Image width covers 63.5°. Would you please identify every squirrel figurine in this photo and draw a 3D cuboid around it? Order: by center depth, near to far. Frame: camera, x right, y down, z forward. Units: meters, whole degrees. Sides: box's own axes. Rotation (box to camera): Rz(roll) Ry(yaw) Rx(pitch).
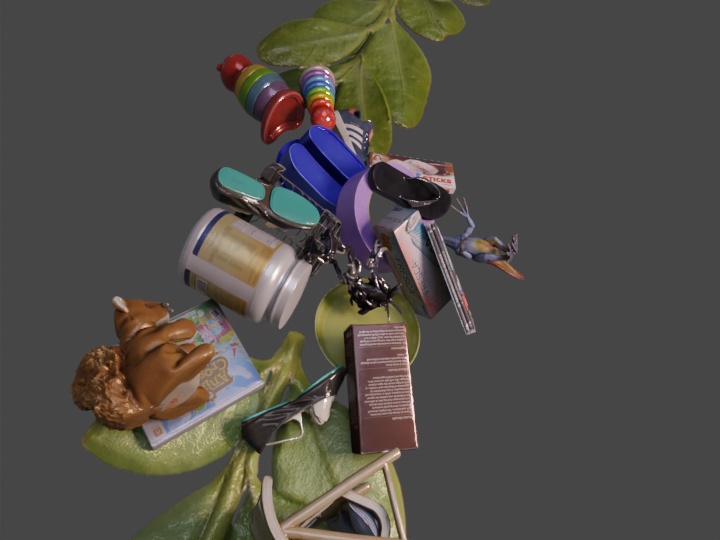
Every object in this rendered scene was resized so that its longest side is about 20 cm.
[{"bbox_3d":[-0.338,0.130,0.870,0.198,0.143,0.187,-29,63,-29],"label":"squirrel figurine"}]

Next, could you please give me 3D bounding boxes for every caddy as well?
[{"bbox_3d":[-0.078,-0.186,1.167,0.200,0.105,0.142,45,61,-5],"label":"caddy"}]

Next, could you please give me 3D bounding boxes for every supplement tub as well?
[{"bbox_3d":[-0.196,-0.001,1.002,0.197,0.145,0.146,28,56,3],"label":"supplement tub"}]

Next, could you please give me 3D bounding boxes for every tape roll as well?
[{"bbox_3d":[0.050,-0.100,1.121,0.196,0.065,0.206,7,79,-36],"label":"tape roll"}]

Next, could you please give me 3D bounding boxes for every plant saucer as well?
[{"bbox_3d":[0.011,0.110,1.058,0.195,0.031,0.204,6,59,-10],"label":"plant saucer"}]

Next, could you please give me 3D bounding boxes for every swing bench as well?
[{"bbox_3d":[-0.044,0.352,0.797,0.195,0.200,0.132,-7,61,-18],"label":"swing bench"}]

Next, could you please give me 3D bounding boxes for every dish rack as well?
[{"bbox_3d":[-0.135,-0.085,1.085,0.199,0.055,0.155,38,98,2],"label":"dish rack"}]

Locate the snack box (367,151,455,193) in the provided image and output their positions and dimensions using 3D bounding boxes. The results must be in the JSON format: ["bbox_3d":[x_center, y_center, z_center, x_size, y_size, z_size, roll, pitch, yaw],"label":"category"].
[{"bbox_3d":[0.112,-0.215,1.285,0.195,0.024,0.073,6,58,-11],"label":"snack box"}]

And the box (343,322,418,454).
[{"bbox_3d":[0.031,0.193,0.960,0.098,0.075,0.205,0,74,-14],"label":"box"}]

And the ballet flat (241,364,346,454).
[{"bbox_3d":[-0.097,0.230,0.943,0.197,0.068,0.069,-28,78,-16],"label":"ballet flat"}]

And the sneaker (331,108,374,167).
[{"bbox_3d":[0.000,-0.275,1.257,0.083,0.075,0.204,-16,64,-9],"label":"sneaker"}]

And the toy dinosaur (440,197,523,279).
[{"bbox_3d":[0.221,-0.036,1.180,0.178,0.203,0.106,-1,37,30],"label":"toy dinosaur"}]

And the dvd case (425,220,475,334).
[{"bbox_3d":[0.166,0.012,1.065,0.022,0.146,0.204,-20,87,10],"label":"dvd case"}]

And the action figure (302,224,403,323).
[{"bbox_3d":[0.000,0.000,1.016,0.199,0.118,0.103,40,45,-21],"label":"action figure"}]

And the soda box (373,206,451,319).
[{"bbox_3d":[0.098,-0.012,1.060,0.068,0.203,0.063,-40,33,-23],"label":"soda box"}]

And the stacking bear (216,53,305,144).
[{"bbox_3d":[-0.226,-0.390,1.257,0.200,0.115,0.121,42,58,18],"label":"stacking bear"}]

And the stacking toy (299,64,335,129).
[{"bbox_3d":[-0.087,-0.361,1.258,0.083,0.087,0.203,3,44,-13],"label":"stacking toy"}]

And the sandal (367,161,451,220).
[{"bbox_3d":[0.102,-0.147,1.101,0.197,0.042,0.078,14,74,-35],"label":"sandal"}]

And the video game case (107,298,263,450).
[{"bbox_3d":[-0.286,0.161,0.954,0.197,0.022,0.184,-26,69,-27],"label":"video game case"}]

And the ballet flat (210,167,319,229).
[{"bbox_3d":[-0.168,-0.117,1.012,0.197,0.068,0.069,25,55,-20],"label":"ballet flat"}]
